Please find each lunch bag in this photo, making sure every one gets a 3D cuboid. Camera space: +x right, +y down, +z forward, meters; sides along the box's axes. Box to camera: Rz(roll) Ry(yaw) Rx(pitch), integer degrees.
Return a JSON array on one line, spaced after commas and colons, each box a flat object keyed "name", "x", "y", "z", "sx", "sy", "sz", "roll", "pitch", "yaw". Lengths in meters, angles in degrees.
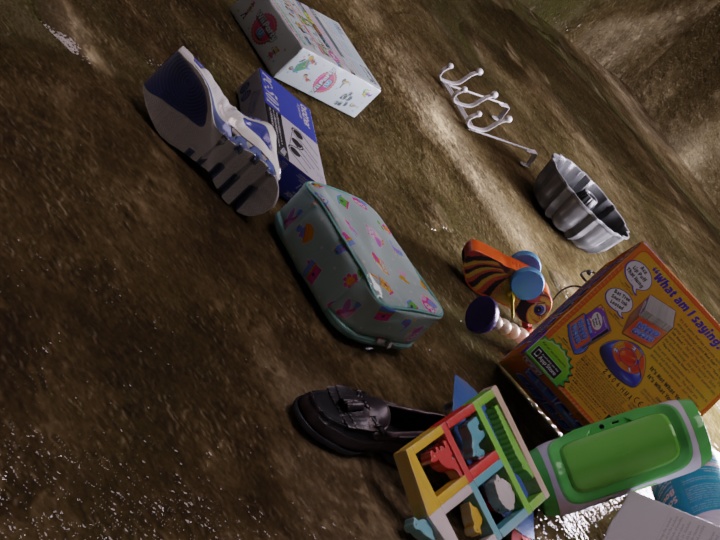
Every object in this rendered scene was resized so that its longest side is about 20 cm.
[{"name": "lunch bag", "x": 0.000, "y": 0.000, "z": 1.703, "sx": 0.160, "sy": 0.077, "sz": 0.200, "roll": 18, "pitch": 35, "yaw": -56}]

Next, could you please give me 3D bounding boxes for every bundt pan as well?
[{"name": "bundt pan", "x": 0.383, "y": -0.109, "z": 2.675, "sx": 0.202, "sy": 0.076, "sz": 0.202, "roll": 39, "pitch": 22, "yaw": -19}]

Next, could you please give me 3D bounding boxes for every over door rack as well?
[{"name": "over door rack", "x": 0.239, "y": -0.289, "z": 2.737, "sx": 0.200, "sy": 0.067, "sz": 0.148, "roll": 26, "pitch": 29, "yaw": -44}]

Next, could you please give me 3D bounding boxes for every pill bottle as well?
[{"name": "pill bottle", "x": 0.448, "y": 0.326, "z": 1.951, "sx": 0.111, "sy": 0.111, "sz": 0.200, "roll": 38, "pitch": 22, "yaw": -22}]

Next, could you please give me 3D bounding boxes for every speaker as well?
[{"name": "speaker", "x": 0.290, "y": 0.211, "z": 1.708, "sx": 0.088, "sy": 0.199, "sz": 0.089, "roll": 162, "pitch": -90, "yaw": -89}]

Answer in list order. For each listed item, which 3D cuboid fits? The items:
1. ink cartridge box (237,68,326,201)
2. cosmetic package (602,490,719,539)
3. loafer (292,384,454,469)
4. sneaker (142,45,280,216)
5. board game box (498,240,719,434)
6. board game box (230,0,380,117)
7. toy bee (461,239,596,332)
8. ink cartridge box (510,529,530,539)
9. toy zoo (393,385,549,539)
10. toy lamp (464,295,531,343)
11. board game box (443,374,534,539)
[{"name": "ink cartridge box", "x": -0.098, "y": -0.161, "z": 1.852, "sx": 0.094, "sy": 0.044, "sz": 0.200, "roll": 38, "pitch": 22, "yaw": -29}, {"name": "cosmetic package", "x": 0.362, "y": 0.331, "z": 1.640, "sx": 0.199, "sy": 0.071, "sz": 0.102, "roll": 21, "pitch": 54, "yaw": 23}, {"name": "loafer", "x": 0.016, "y": 0.145, "z": 1.486, "sx": 0.200, "sy": 0.063, "sz": 0.072, "roll": 25, "pitch": 31, "yaw": -47}, {"name": "sneaker", "x": -0.156, "y": -0.155, "z": 1.691, "sx": 0.200, "sy": 0.080, "sz": 0.115, "roll": 52, "pitch": 16, "yaw": -7}, {"name": "board game box", "x": 0.322, "y": 0.115, "z": 1.864, "sx": 0.200, "sy": 0.200, "sz": 0.200, "roll": 48, "pitch": -7, "yaw": 3}, {"name": "board game box", "x": -0.076, "y": -0.315, "z": 2.156, "sx": 0.200, "sy": 0.064, "sz": 0.148, "roll": 20, "pitch": 32, "yaw": -54}, {"name": "toy bee", "x": 0.224, "y": 0.036, "z": 2.085, "sx": 0.199, "sy": 0.109, "sz": 0.131, "roll": 25, "pitch": 26, "yaw": 12}, {"name": "ink cartridge box", "x": 0.234, "y": 0.355, "z": 1.559, "sx": 0.200, "sy": 0.047, "sz": 0.160, "roll": 46, "pitch": 20, "yaw": -9}, {"name": "toy zoo", "x": 0.105, "y": 0.210, "z": 1.495, "sx": 0.200, "sy": 0.020, "sz": 0.132, "roll": -27, "pitch": 92, "yaw": -49}, {"name": "toy lamp", "x": 0.220, "y": 0.089, "z": 2.011, "sx": 0.200, "sy": 0.058, "sz": 0.058, "roll": 30, "pitch": 26, "yaw": -41}, {"name": "board game box", "x": 0.129, "y": 0.210, "z": 1.629, "sx": 0.158, "sy": 0.039, "sz": 0.200, "roll": 54, "pitch": 17, "yaw": -15}]
